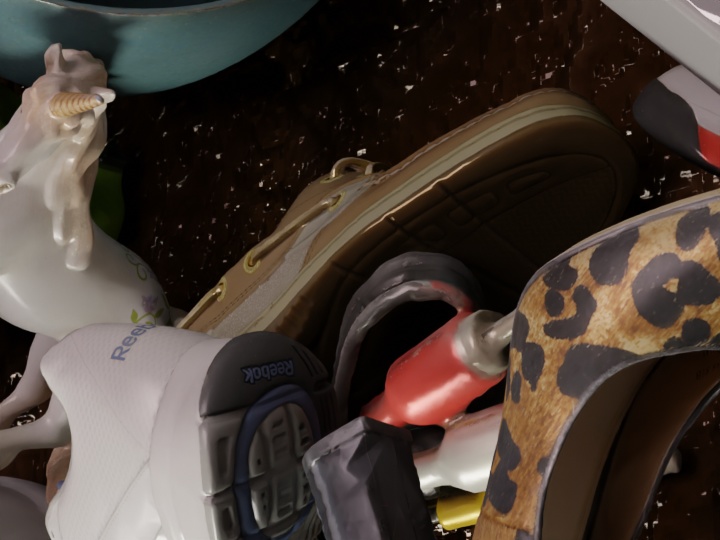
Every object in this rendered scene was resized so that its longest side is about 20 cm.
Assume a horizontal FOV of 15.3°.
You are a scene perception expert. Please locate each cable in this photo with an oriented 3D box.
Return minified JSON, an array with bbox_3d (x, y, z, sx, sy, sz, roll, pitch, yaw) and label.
[{"bbox_3d":[-0.004,0.066,0.818,0.200,0.097,0.050,-34,20,29],"label":"cable"}]

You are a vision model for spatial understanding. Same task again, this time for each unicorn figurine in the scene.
[{"bbox_3d":[-0.113,0.000,0.870,0.137,0.200,0.074,-36,61,4],"label":"unicorn figurine"}]

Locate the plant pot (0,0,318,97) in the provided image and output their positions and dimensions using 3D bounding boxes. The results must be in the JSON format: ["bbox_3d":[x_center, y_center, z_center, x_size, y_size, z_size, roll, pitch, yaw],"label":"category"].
[{"bbox_3d":[-0.089,-0.138,0.910,0.135,0.200,0.200,113,151,-62],"label":"plant pot"}]

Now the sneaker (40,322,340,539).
[{"bbox_3d":[-0.051,0.099,0.819,0.087,0.074,0.200,17,120,33],"label":"sneaker"}]

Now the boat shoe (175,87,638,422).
[{"bbox_3d":[0.000,0.000,0.841,0.200,0.074,0.066,-38,40,25],"label":"boat shoe"}]

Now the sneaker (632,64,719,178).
[{"bbox_3d":[0.170,-0.051,0.699,0.201,0.067,0.108,25,94,42],"label":"sneaker"}]

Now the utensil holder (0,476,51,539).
[{"bbox_3d":[-0.201,0.138,0.905,0.170,0.200,0.170,-16,67,40],"label":"utensil holder"}]

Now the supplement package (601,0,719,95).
[{"bbox_3d":[0.064,-0.142,0.650,0.200,0.121,0.120,41,93,11],"label":"supplement package"}]

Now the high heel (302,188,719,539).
[{"bbox_3d":[0.074,0.070,0.695,0.200,0.071,0.143,-37,58,33],"label":"high heel"}]

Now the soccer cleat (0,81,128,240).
[{"bbox_3d":[-0.172,-0.065,0.984,0.200,0.068,0.081,45,122,7],"label":"soccer cleat"}]
